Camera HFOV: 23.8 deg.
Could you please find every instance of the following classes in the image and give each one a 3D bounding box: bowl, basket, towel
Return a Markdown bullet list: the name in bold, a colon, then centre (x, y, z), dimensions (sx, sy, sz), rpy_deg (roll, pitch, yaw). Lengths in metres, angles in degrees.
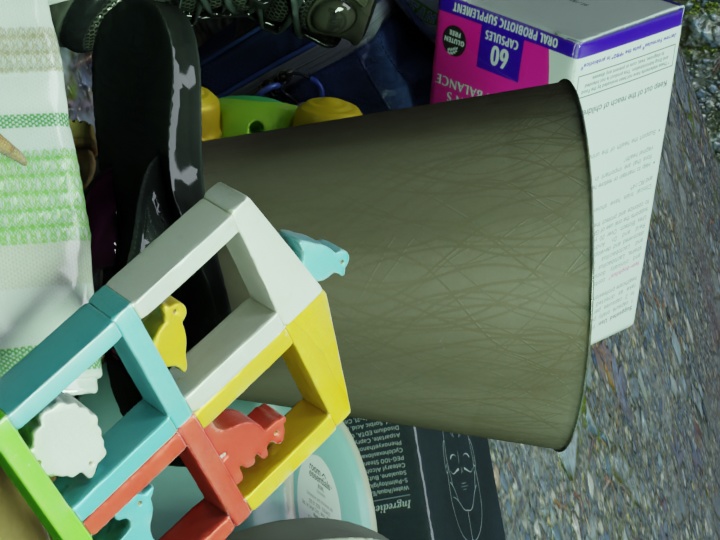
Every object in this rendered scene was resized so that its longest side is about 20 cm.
- **bowl**: centre (-0.058, 0.134, 0.870), dimensions (0.201, 0.104, 0.203), rpy_deg (-11, 90, -71)
- **basket**: centre (0.000, 0.000, 0.817), dimensions (0.136, 0.198, 0.182), rpy_deg (-116, -154, -78)
- **towel**: centre (-0.180, -0.044, 0.639), dimensions (0.148, 0.031, 0.202), rpy_deg (-5, 80, -30)

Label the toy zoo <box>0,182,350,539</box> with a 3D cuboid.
- **toy zoo**: centre (-0.075, 0.057, 0.665), dimensions (0.200, 0.020, 0.132), rpy_deg (-43, 135, -21)

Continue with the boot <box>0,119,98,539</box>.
- **boot**: centre (-0.154, 0.044, 0.725), dimensions (0.175, 0.066, 0.202), rpy_deg (-20, 97, -58)

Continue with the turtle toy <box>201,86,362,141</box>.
- **turtle toy**: centre (-0.040, -0.033, 0.922), dimensions (0.101, 0.198, 0.147), rpy_deg (-106, -158, -67)

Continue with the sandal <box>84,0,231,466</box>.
- **sandal**: centre (-0.099, -0.016, 0.724), dimensions (0.048, 0.075, 0.202), rpy_deg (0, 79, -45)

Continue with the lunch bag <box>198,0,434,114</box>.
- **lunch bag**: centre (-0.029, -0.122, 1.043), dimensions (0.133, 0.135, 0.200), rpy_deg (59, 18, -10)

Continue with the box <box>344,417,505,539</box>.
- **box**: centre (0.011, 0.109, 1.070), dimensions (0.148, 0.106, 0.202), rpy_deg (13, 65, -69)

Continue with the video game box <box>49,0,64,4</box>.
- **video game box**: centre (-0.138, -0.200, 0.706), dimensions (0.047, 0.199, 0.183), rpy_deg (-77, 148, -43)

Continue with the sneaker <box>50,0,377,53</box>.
- **sneaker**: centre (-0.064, -0.154, 0.898), dimensions (0.114, 0.199, 0.076), rpy_deg (51, -25, 13)

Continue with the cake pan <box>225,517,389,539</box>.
- **cake pan**: centre (-0.040, 0.196, 0.791), dimensions (0.037, 0.199, 0.201), rpy_deg (50, -9, 51)

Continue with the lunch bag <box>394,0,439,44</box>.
- **lunch bag**: centre (0.053, -0.209, 1.054), dimensions (0.200, 0.075, 0.161), rpy_deg (48, 20, -33)

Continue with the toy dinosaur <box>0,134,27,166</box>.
- **toy dinosaur**: centre (-0.200, -0.111, 0.593), dimensions (0.106, 0.060, 0.201), rpy_deg (-30, 93, -32)

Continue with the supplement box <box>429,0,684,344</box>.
- **supplement box**: centre (0.104, -0.060, 0.977), dimensions (0.103, 0.101, 0.201), rpy_deg (-23, 127, -41)
